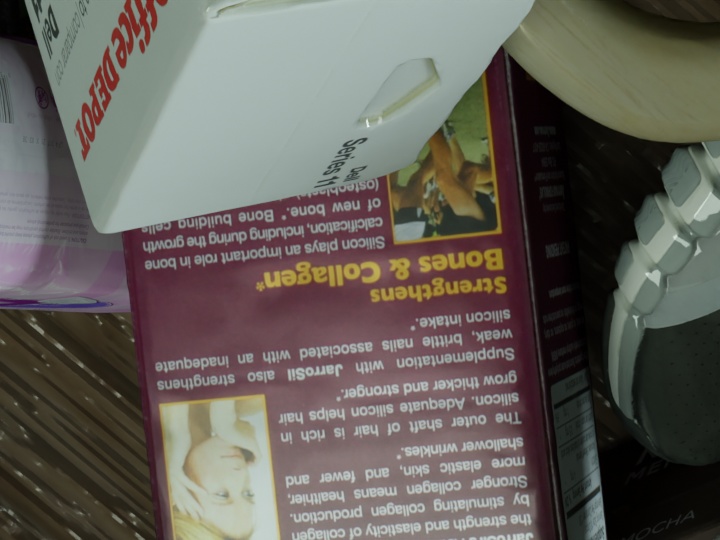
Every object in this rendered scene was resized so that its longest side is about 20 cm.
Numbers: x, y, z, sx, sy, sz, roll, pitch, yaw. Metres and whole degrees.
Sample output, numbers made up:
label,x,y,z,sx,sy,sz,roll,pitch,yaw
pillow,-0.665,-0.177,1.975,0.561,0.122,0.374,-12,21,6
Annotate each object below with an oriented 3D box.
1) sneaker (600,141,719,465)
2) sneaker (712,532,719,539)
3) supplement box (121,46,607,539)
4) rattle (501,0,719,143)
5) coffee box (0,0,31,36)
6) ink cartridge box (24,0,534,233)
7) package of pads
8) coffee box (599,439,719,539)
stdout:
label,x,y,z,sx,sy,sz,roll,pitch,yaw
sneaker,0.137,-0.004,0.745,0.116,0.075,0.201,51,131,38
sneaker,0.179,0.082,0.764,0.200,0.074,0.116,-34,110,-8
supplement box,0.000,0.000,0.788,0.110,0.086,0.201,-6,92,13
rattle,0.092,-0.074,0.710,0.130,0.143,0.200,-38,110,-6
coffee box,-0.166,-0.153,0.838,0.199,0.044,0.123,24,130,27
ink cartridge box,-0.040,-0.126,0.661,0.147,0.083,0.201,127,126,-67
package of pads,-0.120,-0.027,0.825,0.120,0.200,0.076,-3,87,26
coffee box,0.149,0.136,0.862,0.113,0.080,0.200,-25,106,35
